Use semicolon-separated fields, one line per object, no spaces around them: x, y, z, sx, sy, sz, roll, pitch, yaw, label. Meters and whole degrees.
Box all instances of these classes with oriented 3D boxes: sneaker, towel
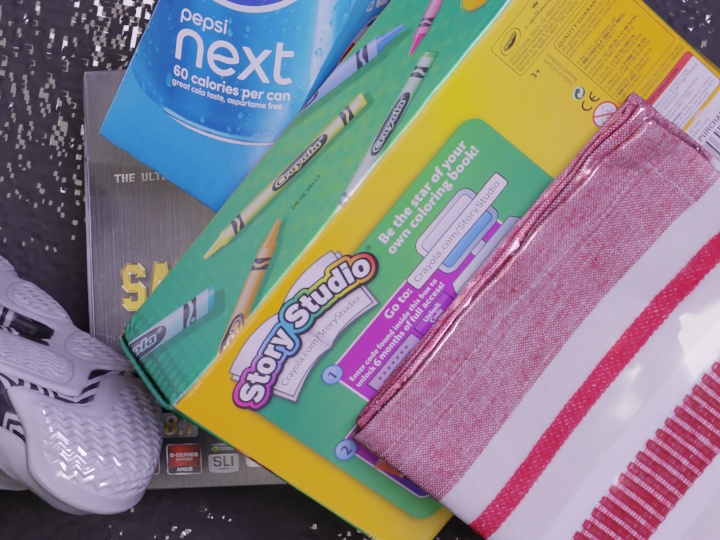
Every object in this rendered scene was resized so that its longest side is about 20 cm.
-0.144;0.066;0.879;0.200;0.075;0.115;37;108;49;sneaker
0.118;0.059;0.780;0.200;0.023;0.144;38;97;-7;towel

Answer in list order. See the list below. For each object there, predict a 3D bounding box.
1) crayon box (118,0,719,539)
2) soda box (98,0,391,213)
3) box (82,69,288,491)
0.030;-0.013;0.805;0.119;0.058;0.200;37;96;-34;crayon box
-0.012;-0.118;0.809;0.064;0.068;0.200;33;117;10;soda box
0.000;0.000;0.896;0.199;0.048;0.159;-2;89;10;box
